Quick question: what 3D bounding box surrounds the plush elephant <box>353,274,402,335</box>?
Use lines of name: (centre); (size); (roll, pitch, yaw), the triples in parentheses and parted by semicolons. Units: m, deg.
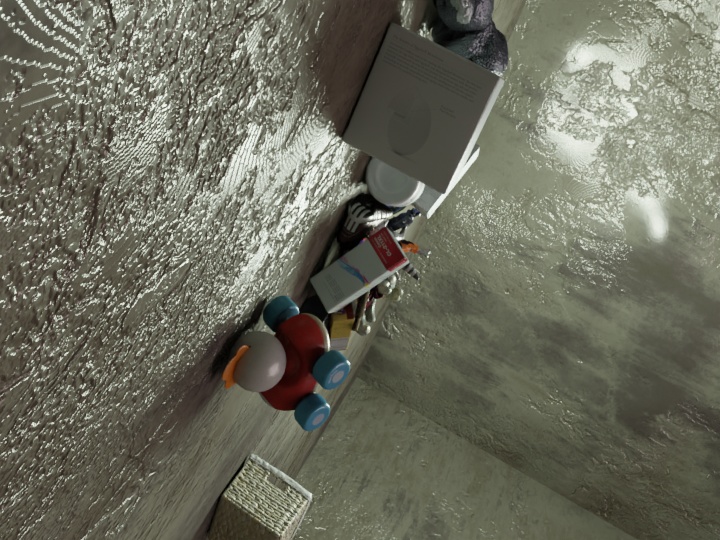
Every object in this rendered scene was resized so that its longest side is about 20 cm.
plush elephant: (0.033, 0.046, 1.930); (0.152, 0.166, 0.201); (-23, -155, 18)

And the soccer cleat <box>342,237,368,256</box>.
soccer cleat: (-0.018, -0.032, 1.721); (0.077, 0.066, 0.200); (-56, 174, -16)

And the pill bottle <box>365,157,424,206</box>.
pill bottle: (0.083, -0.202, 1.593); (0.121, 0.118, 0.200); (-63, 174, 8)

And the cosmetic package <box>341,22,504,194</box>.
cosmetic package: (0.106, -0.268, 1.199); (0.203, 0.197, 0.123); (-64, 172, 19)

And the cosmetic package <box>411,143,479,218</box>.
cosmetic package: (0.186, -0.237, 1.726); (0.201, 0.101, 0.074); (-50, 170, -2)

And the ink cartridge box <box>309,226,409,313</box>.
ink cartridge box: (0.000, 0.000, 1.556); (0.198, 0.084, 0.146); (-34, 175, 5)

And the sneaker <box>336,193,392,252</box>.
sneaker: (-0.003, -0.099, 1.595); (0.117, 0.075, 0.199); (-58, 166, 19)

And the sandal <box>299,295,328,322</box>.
sandal: (-0.123, 0.133, 1.530); (0.048, 0.074, 0.203); (118, -6, -57)

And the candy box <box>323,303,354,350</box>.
candy box: (-0.056, 0.105, 1.746); (0.201, 0.055, 0.119); (106, -23, -63)

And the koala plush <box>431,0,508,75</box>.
koala plush: (0.201, -0.471, 1.354); (0.179, 0.181, 0.202); (-58, 160, -34)

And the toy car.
toy car: (-0.156, 0.161, 1.187); (0.198, 0.184, 0.179); (-5, 128, -47)

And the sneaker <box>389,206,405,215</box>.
sneaker: (0.061, -0.168, 1.774); (0.077, 0.071, 0.199); (-32, 167, 21)

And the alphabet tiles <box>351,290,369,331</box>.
alphabet tiles: (0.008, 0.043, 1.709); (0.167, 0.007, 0.204); (165, -60, -82)

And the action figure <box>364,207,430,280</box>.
action figure: (0.098, -0.071, 1.801); (0.198, 0.193, 0.106); (-31, -140, 28)

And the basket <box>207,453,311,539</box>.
basket: (-0.259, 0.620, 1.824); (0.161, 0.196, 0.202); (-45, 162, -54)
